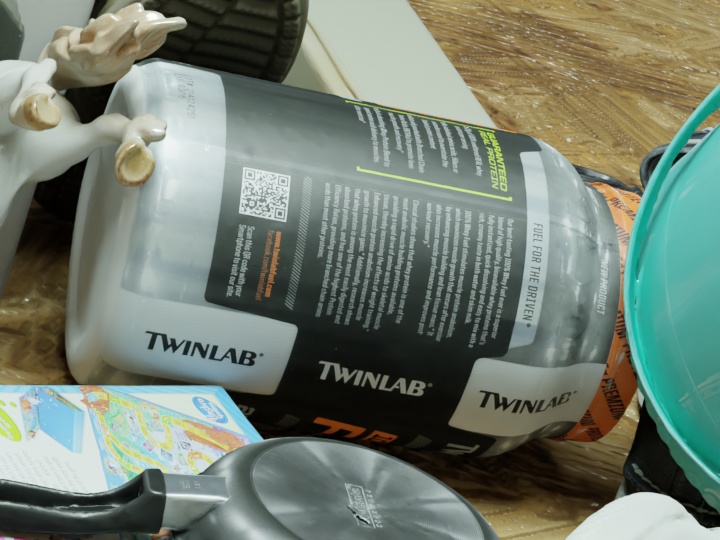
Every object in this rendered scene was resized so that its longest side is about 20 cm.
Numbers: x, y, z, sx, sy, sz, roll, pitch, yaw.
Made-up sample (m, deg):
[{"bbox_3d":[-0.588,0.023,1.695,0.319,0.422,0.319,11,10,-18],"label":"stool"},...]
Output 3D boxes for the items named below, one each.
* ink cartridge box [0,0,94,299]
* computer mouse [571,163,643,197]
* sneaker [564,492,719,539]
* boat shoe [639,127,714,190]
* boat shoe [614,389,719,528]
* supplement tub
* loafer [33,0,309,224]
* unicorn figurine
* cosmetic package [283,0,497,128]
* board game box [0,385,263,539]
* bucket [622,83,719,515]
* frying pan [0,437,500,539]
[{"bbox_3d":[-0.152,-0.111,0.937,0.082,0.201,0.147,13,23,-17],"label":"ink cartridge box"},{"bbox_3d":[0.091,-0.005,1.079,0.140,0.046,0.200,12,18,-24],"label":"computer mouse"},{"bbox_3d":[0.110,0.120,0.737,0.088,0.075,0.200,40,18,28],"label":"sneaker"},{"bbox_3d":[0.218,-0.017,1.151,0.200,0.072,0.068,32,25,36],"label":"boat shoe"},{"bbox_3d":[0.145,0.051,0.959,0.075,0.061,0.200,19,23,4],"label":"boat shoe"},{"bbox_3d":[0.000,0.000,0.893,0.199,0.123,0.123,11,24,-15],"label":"supplement tub"},{"bbox_3d":[-0.078,-0.086,0.942,0.075,0.200,0.069,15,58,-22],"label":"loafer"},{"bbox_3d":[-0.151,-0.019,0.825,0.200,0.074,0.137,-31,24,-23],"label":"unicorn figurine"},{"bbox_3d":[-0.013,-0.060,1.046,0.073,0.104,0.200,8,24,-20],"label":"cosmetic package"},{"bbox_3d":[-0.063,0.099,0.738,0.134,0.034,0.200,3,27,-32],"label":"board game box"},{"bbox_3d":[0.196,0.005,0.834,0.206,0.135,0.208,13,61,-24],"label":"bucket"},{"bbox_3d":[-0.036,0.070,0.747,0.189,0.031,0.115,22,22,4],"label":"frying pan"}]
